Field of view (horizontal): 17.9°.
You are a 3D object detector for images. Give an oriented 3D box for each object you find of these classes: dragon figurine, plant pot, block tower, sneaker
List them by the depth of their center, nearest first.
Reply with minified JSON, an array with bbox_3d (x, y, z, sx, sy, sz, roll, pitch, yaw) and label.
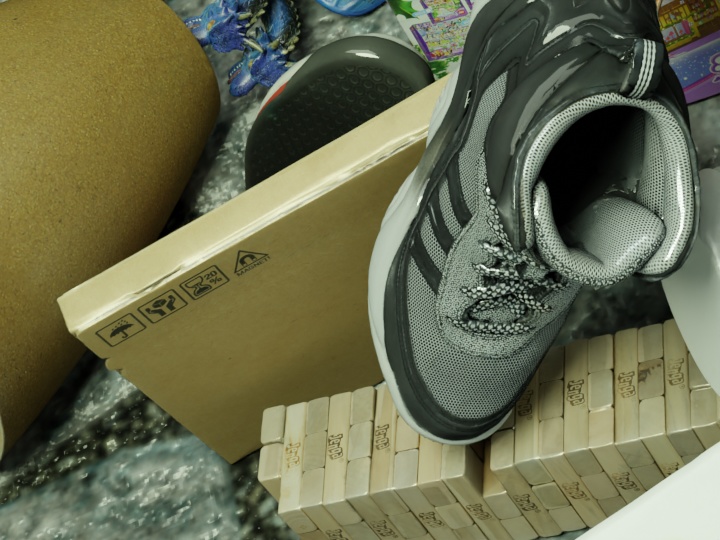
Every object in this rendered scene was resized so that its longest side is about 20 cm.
[{"bbox_3d":[0.057,-0.009,0.789,0.075,0.201,0.114,10,26,-14],"label":"sneaker"},{"bbox_3d":[0.061,0.070,0.899,0.199,0.058,0.054,-14,49,22],"label":"block tower"},{"bbox_3d":[-0.004,-0.067,0.964,0.067,0.202,0.108,25,57,-1],"label":"sneaker"},{"bbox_3d":[-0.164,-0.044,1.049,0.186,0.187,0.200,19,52,38],"label":"plant pot"},{"bbox_3d":[-0.009,-0.163,1.118,0.200,0.059,0.099,-34,46,-8],"label":"dragon figurine"}]

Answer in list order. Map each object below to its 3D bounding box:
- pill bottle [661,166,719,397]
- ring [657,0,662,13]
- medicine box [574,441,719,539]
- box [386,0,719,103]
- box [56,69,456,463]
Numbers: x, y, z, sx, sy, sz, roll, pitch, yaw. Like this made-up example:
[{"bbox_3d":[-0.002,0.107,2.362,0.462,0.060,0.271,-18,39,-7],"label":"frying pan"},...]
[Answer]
[{"bbox_3d":[0.210,-0.024,0.818,0.199,0.113,0.113,-21,46,-7],"label":"pill bottle"},{"bbox_3d":[0.176,-0.083,0.888,0.200,0.201,0.019,-37,5,-1],"label":"ring"},{"bbox_3d":[0.116,0.123,0.722,0.200,0.182,0.103,-35,76,2],"label":"medicine box"},{"bbox_3d":[0.118,-0.126,0.964,0.199,0.137,0.039,-18,47,16],"label":"box"},{"bbox_3d":[0.000,0.000,0.915,0.200,0.164,0.021,-29,61,6],"label":"box"}]
